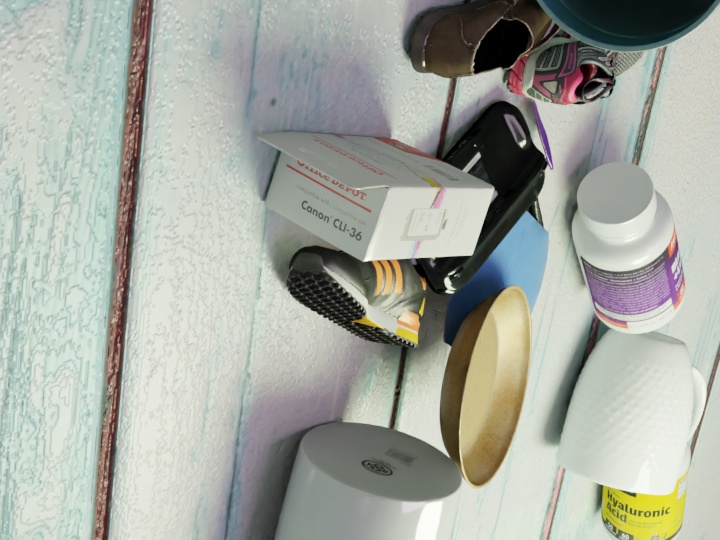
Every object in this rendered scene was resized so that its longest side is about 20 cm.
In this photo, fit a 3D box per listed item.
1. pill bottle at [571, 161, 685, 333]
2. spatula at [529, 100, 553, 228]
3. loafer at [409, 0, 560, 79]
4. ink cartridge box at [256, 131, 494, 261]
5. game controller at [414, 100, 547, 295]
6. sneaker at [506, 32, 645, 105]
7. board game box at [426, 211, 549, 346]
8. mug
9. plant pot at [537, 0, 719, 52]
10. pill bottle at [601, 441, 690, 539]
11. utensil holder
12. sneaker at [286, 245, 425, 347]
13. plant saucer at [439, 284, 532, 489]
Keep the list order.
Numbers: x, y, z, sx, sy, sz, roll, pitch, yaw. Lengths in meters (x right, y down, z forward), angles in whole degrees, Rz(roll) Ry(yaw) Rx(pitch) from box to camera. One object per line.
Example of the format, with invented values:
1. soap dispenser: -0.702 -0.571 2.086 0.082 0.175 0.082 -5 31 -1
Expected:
1. pill bottle: 0.293 -0.027 1.728 0.112 0.111 0.200 -51 147 -18
2. spatula: 0.182 -0.089 1.600 0.201 0.020 0.057 87 -1 -48
3. loafer: 0.127 -0.205 1.397 0.199 0.071 0.074 -29 136 -41
4. ink cartridge box: 0.005 -0.061 1.287 0.199 0.116 0.068 -2 116 -53
5. game controller: 0.108 -0.070 1.470 0.200 0.042 0.105 -49 116 -35
6. sneaker: 0.224 -0.197 1.539 0.199 0.074 0.081 -26 133 -45
7. board game box: 0.125 0.010 1.587 0.200 0.039 0.159 34 79 -60
8. mug: 0.345 0.163 1.899 0.199 0.147 0.177 7 99 -39
9. plant pot: 0.265 -0.311 1.417 0.188 0.199 0.202 -33 140 -60
10. pill bottle: 0.375 0.264 2.062 0.111 0.111 0.201 -37 140 -34
11. utensil holder: -0.003 0.266 1.472 0.169 0.169 0.202 -11 120 -51
12. sneaker: 0.000 0.000 1.386 0.200 0.069 0.091 38 63 -56
13. plant saucer: 0.119 0.111 1.535 0.200 0.035 0.202 11 90 -68
